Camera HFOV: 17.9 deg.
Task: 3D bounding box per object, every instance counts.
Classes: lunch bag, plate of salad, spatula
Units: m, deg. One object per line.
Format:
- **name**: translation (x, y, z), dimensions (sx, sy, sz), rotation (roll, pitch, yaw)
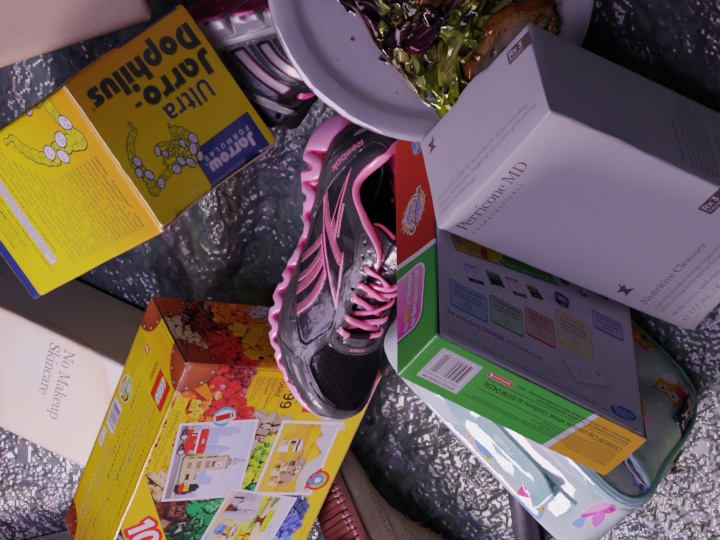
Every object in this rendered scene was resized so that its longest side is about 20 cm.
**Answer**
- **lunch bag**: translation (0.118, 0.071, 1.435), dimensions (0.200, 0.160, 0.077), rotation (44, 124, 0)
- **plate of salad**: translation (0.043, -0.177, 1.362), dimensions (0.199, 0.048, 0.201), rotation (0, 90, -3)
- **spatula**: translation (0.119, 0.222, 1.591), dimensions (0.056, 0.021, 0.201), rotation (-1, 112, 16)

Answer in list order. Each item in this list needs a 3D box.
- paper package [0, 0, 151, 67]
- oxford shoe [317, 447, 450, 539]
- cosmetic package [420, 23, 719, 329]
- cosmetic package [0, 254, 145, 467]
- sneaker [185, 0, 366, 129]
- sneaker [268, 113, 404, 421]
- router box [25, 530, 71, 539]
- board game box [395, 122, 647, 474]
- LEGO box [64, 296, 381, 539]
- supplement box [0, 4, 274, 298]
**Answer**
- **paper package**: translation (-0.254, -0.224, 1.442), dimensions (0.199, 0.103, 0.191), rotation (-18, 110, -8)
- **oxford shoe**: translation (0.028, 0.200, 1.607), dimensions (0.200, 0.075, 0.070), rotation (62, 160, 2)
- **cosmetic package**: translation (0.148, -0.053, 1.351), dimensions (0.200, 0.081, 0.113), rotation (18, 131, -29)
- **cosmetic package**: translation (-0.211, 0.069, 1.637), dimensions (0.200, 0.073, 0.104), rotation (24, 123, 13)
- **sneaker**: translation (-0.033, -0.136, 1.457), dimensions (0.199, 0.074, 0.088), rotation (-5, 116, 28)
- **sneaker**: translation (0.000, 0.000, 1.454), dimensions (0.095, 0.079, 0.201), rotation (11, 96, 57)
- **router box**: translation (-0.225, 0.294, 1.767), dimensions (0.200, 0.049, 0.180), rotation (-17, 106, 30)
- **board game box**: translation (0.093, 0.010, 1.365), dimensions (0.153, 0.200, 0.040), rotation (27, 128, -22)
- **LEGO box**: translation (-0.096, 0.123, 1.553), dimensions (0.077, 0.149, 0.200), rotation (58, 133, 46)
- **supplement box**: translation (-0.166, -0.074, 1.484), dimensions (0.110, 0.109, 0.200), rotation (55, 146, -8)
